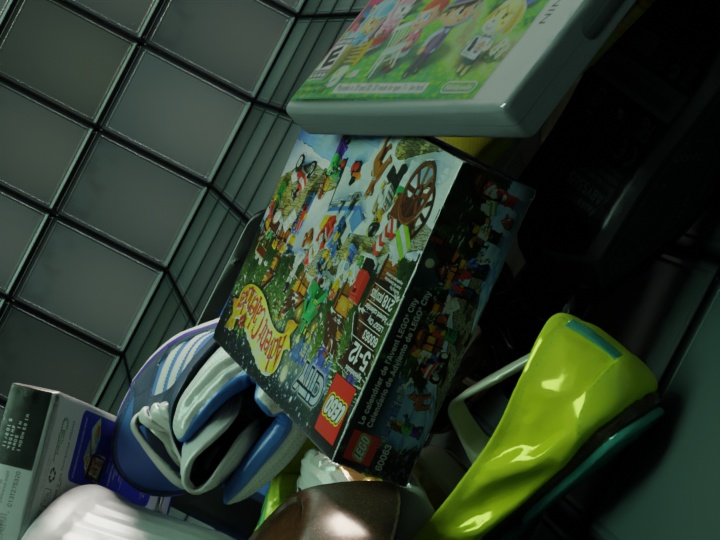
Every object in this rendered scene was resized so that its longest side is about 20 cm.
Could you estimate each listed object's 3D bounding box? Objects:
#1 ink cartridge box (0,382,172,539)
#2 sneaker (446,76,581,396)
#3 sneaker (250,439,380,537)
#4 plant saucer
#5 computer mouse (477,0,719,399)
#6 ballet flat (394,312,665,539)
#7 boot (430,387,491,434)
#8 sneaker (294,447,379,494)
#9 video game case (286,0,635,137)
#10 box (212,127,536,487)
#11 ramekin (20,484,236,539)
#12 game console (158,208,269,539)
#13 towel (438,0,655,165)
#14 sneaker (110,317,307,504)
[{"bbox_3d":[-0.158,0.128,1.353,0.200,0.037,0.095,36,-114,-68],"label":"ink cartridge box"},{"bbox_3d":[0.071,-0.035,1.133,0.200,0.079,0.074,-68,-23,-1],"label":"sneaker"},{"bbox_3d":[-0.036,0.158,1.276,0.084,0.074,0.200,-39,26,60],"label":"sneaker"},{"bbox_3d":[-0.051,0.166,0.987,0.200,0.034,0.200,-55,7,10],"label":"plant saucer"},{"bbox_3d":[0.114,-0.043,1.028,0.200,0.053,0.139,-55,34,13],"label":"computer mouse"},{"bbox_3d":[0.053,0.089,0.989,0.067,0.067,0.200,-28,-19,-47],"label":"ballet flat"},{"bbox_3d":[0.074,-0.008,1.208,0.200,0.070,0.132,111,175,-49],"label":"boot"},{"bbox_3d":[-0.006,0.143,1.149,0.088,0.076,0.200,-63,9,-3],"label":"sneaker"},{"bbox_3d":[0.068,-0.131,1.025,0.182,0.022,0.200,-52,23,-15],"label":"video game case"},{"bbox_3d":[0.000,0.000,1.059,0.137,0.038,0.200,-66,22,5],"label":"box"},{"bbox_3d":[-0.128,0.224,1.295,0.200,0.098,0.201,11,-90,-73],"label":"ramekin"},{"bbox_3d":[-0.043,0.067,1.427,0.200,0.118,0.171,-64,9,-6],"label":"game console"},{"bbox_3d":[0.091,-0.112,1.052,0.200,0.018,0.086,-46,24,28],"label":"towel"},{"bbox_3d":[-0.085,0.083,1.243,0.200,0.081,0.146,-37,7,31],"label":"sneaker"}]
